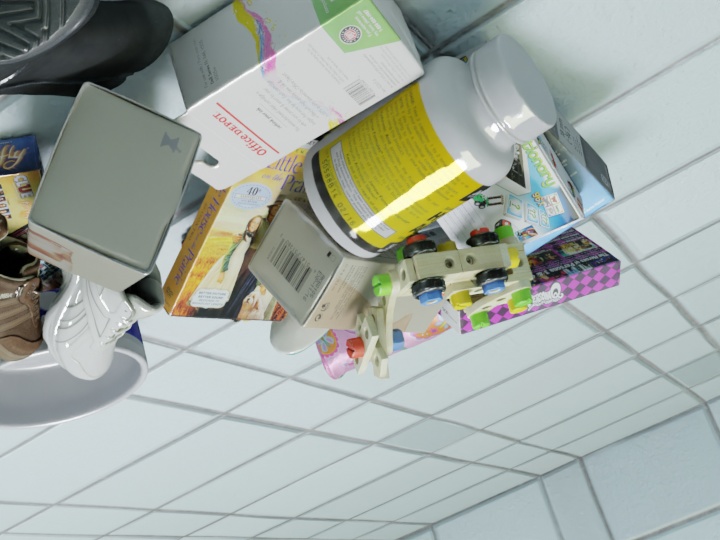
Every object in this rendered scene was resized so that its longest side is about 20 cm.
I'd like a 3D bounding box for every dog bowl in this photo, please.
[{"bbox_3d":[-0.329,0.092,1.045,0.196,0.080,0.201,-17,156,-8],"label":"dog bowl"}]

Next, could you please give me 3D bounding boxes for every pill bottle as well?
[{"bbox_3d":[0.056,-0.103,0.807,0.198,0.113,0.110,-31,153,30],"label":"pill bottle"}]

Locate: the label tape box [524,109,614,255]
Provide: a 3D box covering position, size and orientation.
[{"bbox_3d":[0.132,-0.109,0.965,0.143,0.064,0.199,-34,122,30],"label":"label tape box"}]

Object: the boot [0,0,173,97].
[{"bbox_3d":[-0.171,-0.145,0.592,0.162,0.067,0.199,-11,-177,24],"label":"boot"}]

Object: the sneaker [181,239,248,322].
[{"bbox_3d":[-0.122,0.024,1.054,0.077,0.084,0.199,-26,155,17],"label":"sneaker"}]

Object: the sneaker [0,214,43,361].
[{"bbox_3d":[-0.299,0.018,0.843,0.074,0.071,0.201,-23,157,-5],"label":"sneaker"}]

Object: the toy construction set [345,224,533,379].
[{"bbox_3d":[0.073,0.019,0.883,0.197,0.093,0.131,-24,169,-24],"label":"toy construction set"}]

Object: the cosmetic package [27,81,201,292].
[{"bbox_3d":[-0.185,-0.051,0.716,0.086,0.105,0.199,23,167,-16],"label":"cosmetic package"}]

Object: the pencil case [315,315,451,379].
[{"bbox_3d":[0.034,0.066,1.263,0.197,0.089,0.087,-25,155,14],"label":"pencil case"}]

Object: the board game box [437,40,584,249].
[{"bbox_3d":[0.108,-0.099,0.908,0.124,0.035,0.201,-23,127,24],"label":"board game box"}]

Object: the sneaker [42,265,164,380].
[{"bbox_3d":[-0.225,0.031,0.891,0.078,0.098,0.203,-47,158,-50],"label":"sneaker"}]

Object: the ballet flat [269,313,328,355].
[{"bbox_3d":[-0.029,0.001,1.039,0.200,0.069,0.070,-44,166,-24],"label":"ballet flat"}]

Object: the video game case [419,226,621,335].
[{"bbox_3d":[0.152,-0.009,1.081,0.196,0.181,0.037,-16,119,-19],"label":"video game case"}]

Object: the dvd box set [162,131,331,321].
[{"bbox_3d":[-0.087,-0.042,0.915,0.145,0.029,0.202,6,122,-47],"label":"dvd box set"}]

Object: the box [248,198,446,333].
[{"bbox_3d":[0.000,0.000,0.937,0.198,0.095,0.079,9,119,-52],"label":"box"}]

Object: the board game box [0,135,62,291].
[{"bbox_3d":[-0.327,-0.033,0.843,0.133,0.035,0.201,-12,154,-16],"label":"board game box"}]

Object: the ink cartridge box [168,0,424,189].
[{"bbox_3d":[-0.064,-0.151,0.753,0.197,0.068,0.117,-28,153,16],"label":"ink cartridge box"}]
